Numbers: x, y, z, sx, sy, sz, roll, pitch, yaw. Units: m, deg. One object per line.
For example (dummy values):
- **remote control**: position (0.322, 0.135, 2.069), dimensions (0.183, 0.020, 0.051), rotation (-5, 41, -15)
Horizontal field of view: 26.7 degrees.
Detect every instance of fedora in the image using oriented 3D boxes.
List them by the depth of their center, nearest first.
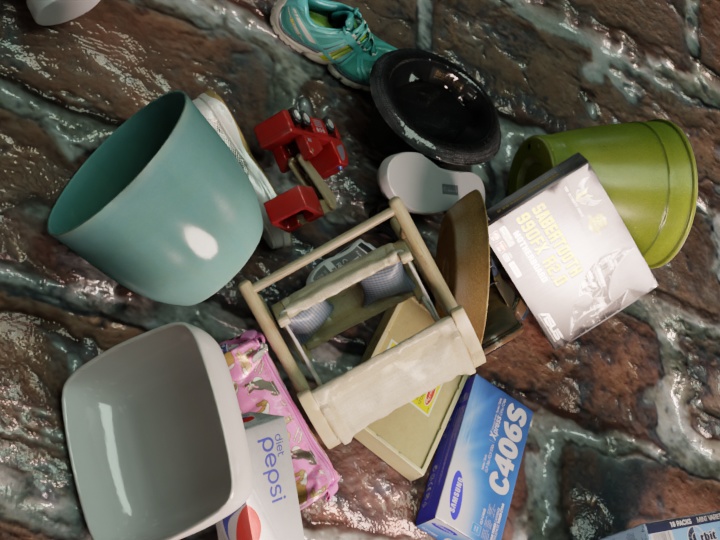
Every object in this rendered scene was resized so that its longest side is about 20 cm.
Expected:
- **fedora**: position (0.078, -0.184, 1.899), dimensions (0.200, 0.092, 0.201), rotation (22, 45, -23)

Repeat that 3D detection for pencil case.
- **pencil case**: position (-0.099, 0.164, 1.612), dimensions (0.083, 0.087, 0.200), rotation (-28, 89, -20)

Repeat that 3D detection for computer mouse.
- **computer mouse**: position (0.000, 0.000, 1.794), dimensions (0.110, 0.044, 0.200), rotation (50, 48, 6)

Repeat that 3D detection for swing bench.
- **swing bench**: position (0.005, 0.061, 1.643), dimensions (0.199, 0.130, 0.200), rotation (-29, 81, -2)

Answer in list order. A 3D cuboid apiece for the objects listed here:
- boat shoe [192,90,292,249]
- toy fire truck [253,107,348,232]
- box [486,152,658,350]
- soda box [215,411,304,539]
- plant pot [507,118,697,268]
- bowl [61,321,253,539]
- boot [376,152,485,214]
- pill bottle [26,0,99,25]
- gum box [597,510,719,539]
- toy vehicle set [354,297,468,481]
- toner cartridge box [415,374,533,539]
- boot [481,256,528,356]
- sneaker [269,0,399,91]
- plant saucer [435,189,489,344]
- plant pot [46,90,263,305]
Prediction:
- **boat shoe**: position (-0.149, -0.103, 1.725), dimensions (0.069, 0.071, 0.200), rotation (-32, 98, -15)
- **toy fire truck**: position (-0.061, -0.113, 1.744), dimensions (0.200, 0.049, 0.141), rotation (5, 61, -66)
- **box**: position (0.259, -0.022, 1.900), dimensions (0.200, 0.158, 0.048), rotation (57, 4, -22)
- **soda box**: position (-0.105, 0.249, 1.540), dimensions (0.068, 0.063, 0.201), rotation (-15, 100, -40)
- **plant pot**: position (0.305, -0.106, 1.991), dimensions (0.192, 0.200, 0.201), rotation (2, 67, -23)
- **bowl**: position (-0.191, 0.167, 1.484), dimensions (0.075, 0.200, 0.200), rotation (10, 60, -56)
- **boot**: position (0.060, -0.096, 1.832), dimensions (0.200, 0.095, 0.074), rotation (12, 77, -51)
- **pill bottle**: position (-0.360, -0.376, 1.661), dimensions (0.112, 0.112, 0.200), rotation (-20, 82, -41)
- **gum box**: position (0.328, 0.331, 1.776), dimensions (0.170, 0.200, 0.045), rotation (-1, 69, -37)
- **toy vehicle set**: position (0.056, 0.132, 1.784), dimensions (0.124, 0.027, 0.200), rotation (40, 51, -15)
- **toner cartridge box**: position (0.136, 0.231, 1.786), dimensions (0.095, 0.043, 0.200), rotation (33, 53, -19)
- **boot**: position (0.146, 0.042, 1.827), dimensions (0.097, 0.075, 0.200), rotation (58, 15, -5)
- **sneaker**: position (-0.017, -0.288, 1.896), dimensions (0.200, 0.080, 0.078), rotation (23, 57, -27)
- **plant saucer**: position (0.115, 0.005, 1.765), dimensions (0.035, 0.200, 0.201), rotation (2, 65, -7)
- **plant pot**: position (-0.200, -0.059, 1.583), dimensions (0.161, 0.200, 0.201), rotation (46, 49, -23)
